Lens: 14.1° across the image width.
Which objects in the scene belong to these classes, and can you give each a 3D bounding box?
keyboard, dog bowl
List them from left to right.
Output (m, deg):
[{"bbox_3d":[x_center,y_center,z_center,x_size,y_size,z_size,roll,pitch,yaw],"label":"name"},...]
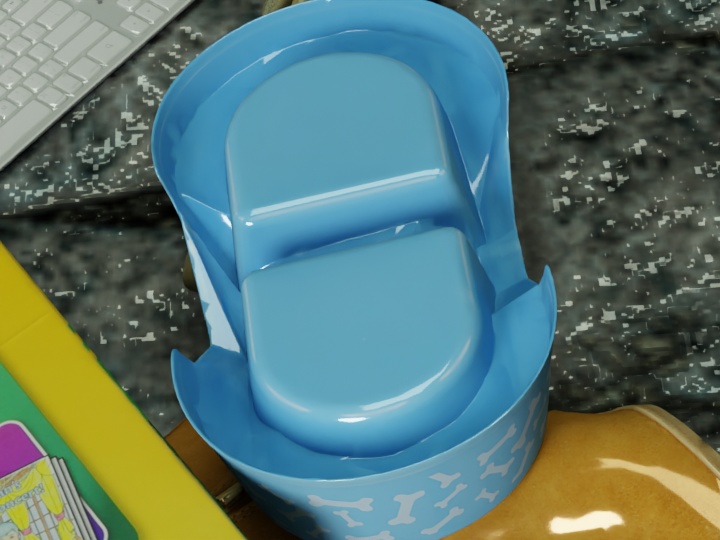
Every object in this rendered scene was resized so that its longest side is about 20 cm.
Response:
[{"bbox_3d":[-0.123,-0.075,1.063,0.056,0.011,0.200,26,53,26],"label":"keyboard"},{"bbox_3d":[0.000,0.000,0.873,0.111,0.050,0.200,-13,46,4],"label":"dog bowl"}]

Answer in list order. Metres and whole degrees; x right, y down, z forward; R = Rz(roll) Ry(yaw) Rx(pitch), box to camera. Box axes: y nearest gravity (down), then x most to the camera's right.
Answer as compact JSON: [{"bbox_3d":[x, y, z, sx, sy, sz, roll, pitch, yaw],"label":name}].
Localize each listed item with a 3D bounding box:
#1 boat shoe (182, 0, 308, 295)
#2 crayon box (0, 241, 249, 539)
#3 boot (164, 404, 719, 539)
[{"bbox_3d":[-0.019,-0.069,1.011,0.063,0.073,0.201,5,54,2],"label":"boat shoe"},{"bbox_3d":[-0.142,0.102,0.829,0.200,0.058,0.173,-36,51,-9],"label":"crayon box"},{"bbox_3d":[0.025,0.089,0.864,0.144,0.071,0.201,-37,51,-21],"label":"boot"}]
